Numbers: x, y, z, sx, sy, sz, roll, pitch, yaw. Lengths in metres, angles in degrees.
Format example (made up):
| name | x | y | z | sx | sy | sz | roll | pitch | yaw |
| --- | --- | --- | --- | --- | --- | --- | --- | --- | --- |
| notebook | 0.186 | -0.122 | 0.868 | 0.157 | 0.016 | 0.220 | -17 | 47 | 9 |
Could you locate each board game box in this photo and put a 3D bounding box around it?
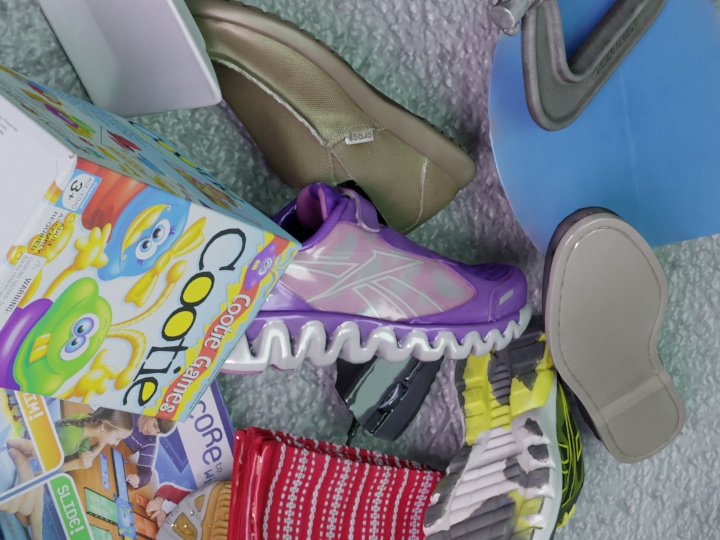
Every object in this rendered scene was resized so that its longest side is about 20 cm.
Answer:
| name | x | y | z | sx | sy | sz | roll | pitch | yaw |
| --- | --- | --- | --- | --- | --- | --- | --- | --- | --- |
| board game box | -0.129 | -0.013 | 0.822 | 0.103 | 0.105 | 0.200 | -56 | 155 | 6 |
| board game box | 0.140 | -0.090 | 1.103 | 0.199 | 0.039 | 0.160 | -12 | 95 | -35 |
| board game box | -0.118 | 0.124 | 0.964 | 0.135 | 0.034 | 0.202 | -24 | 106 | -28 |

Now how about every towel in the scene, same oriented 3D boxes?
| name | x | y | z | sx | sy | sz | roll | pitch | yaw |
| --- | --- | --- | --- | --- | --- | --- | --- | --- | --- |
| towel | -0.011 | 0.158 | 0.948 | 0.200 | 0.022 | 0.146 | 20 | 73 | -60 |

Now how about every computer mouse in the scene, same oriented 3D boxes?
| name | x | y | z | sx | sy | sz | roll | pitch | yaw |
| --- | --- | --- | --- | --- | --- | --- | --- | --- | --- |
| computer mouse | 0.002 | 0.091 | 1.015 | 0.059 | 0.034 | 0.201 | 39 | 64 | -39 |

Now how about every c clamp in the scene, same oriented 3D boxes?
| name | x | y | z | sx | sy | sz | roll | pitch | yaw |
| --- | --- | --- | --- | --- | --- | --- | --- | --- | --- |
| c clamp | 0.124 | -0.165 | 1.006 | 0.200 | 0.027 | 0.172 | -46 | 140 | -38 |

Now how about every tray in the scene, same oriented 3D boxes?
| name | x | y | z | sx | sy | sz | roll | pitch | yaw |
| --- | --- | --- | --- | --- | --- | --- | --- | --- | --- |
| tray | -0.133 | -0.164 | 0.890 | 0.022 | 0.107 | 0.201 | -40 | 113 | -31 |

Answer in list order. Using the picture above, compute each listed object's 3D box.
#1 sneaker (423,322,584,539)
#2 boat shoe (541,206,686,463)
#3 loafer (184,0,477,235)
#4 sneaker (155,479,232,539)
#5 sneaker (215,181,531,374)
| name | x | y | z | sx | sy | sz | roll | pitch | yaw |
| --- | --- | --- | --- | --- | --- | --- | --- | --- | --- |
| sneaker | 0.090 | 0.117 | 1.027 | 0.085 | 0.074 | 0.201 | 56 | 32 | -32 |
| boat shoe | 0.130 | 0.028 | 1.053 | 0.072 | 0.063 | 0.201 | -28 | 137 | -4 |
| loafer | -0.027 | -0.076 | 0.978 | 0.199 | 0.076 | 0.068 | 30 | 87 | -26 |
| sneaker | -0.058 | 0.200 | 0.958 | 0.087 | 0.075 | 0.202 | -5 | 101 | -48 |
| sneaker | 0.000 | 0.000 | 0.956 | 0.198 | 0.080 | 0.089 | -2 | 96 | -29 |
